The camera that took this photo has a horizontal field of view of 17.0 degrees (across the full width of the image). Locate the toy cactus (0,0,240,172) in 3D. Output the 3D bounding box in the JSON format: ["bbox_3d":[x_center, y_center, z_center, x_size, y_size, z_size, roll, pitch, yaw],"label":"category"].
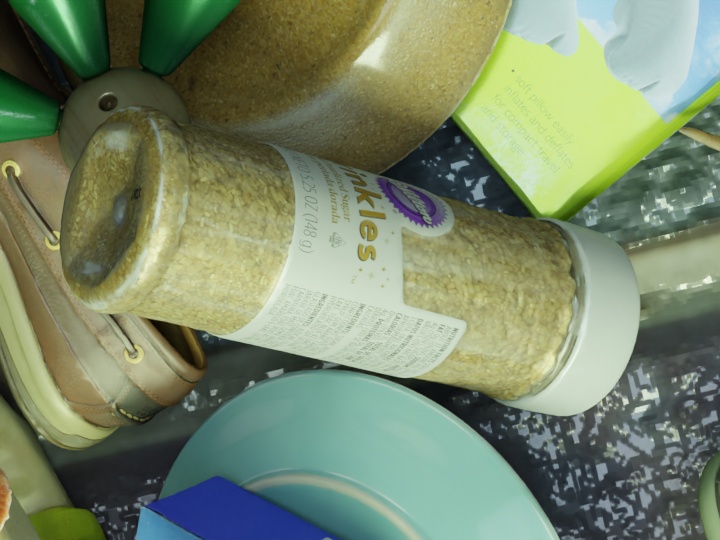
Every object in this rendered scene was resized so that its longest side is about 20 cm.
[{"bbox_3d":[-0.101,-0.078,0.818,0.200,0.102,0.165,-28,103,-13],"label":"toy cactus"}]

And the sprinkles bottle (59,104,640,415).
[{"bbox_3d":[0.000,0.000,0.808,0.200,0.068,0.068,14,90,-34],"label":"sprinkles bottle"}]

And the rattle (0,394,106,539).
[{"bbox_3d":[-0.163,0.104,0.823,0.142,0.200,0.131,-13,88,4],"label":"rattle"}]

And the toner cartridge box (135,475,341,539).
[{"bbox_3d":[-0.045,0.183,0.842,0.095,0.043,0.201,24,114,32],"label":"toner cartridge box"}]

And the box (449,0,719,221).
[{"bbox_3d":[0.107,-0.123,0.886,0.200,0.048,0.122,-41,87,3],"label":"box"}]

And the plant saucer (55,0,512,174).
[{"bbox_3d":[-0.040,-0.125,0.868,0.200,0.035,0.201,-1,88,24],"label":"plant saucer"}]

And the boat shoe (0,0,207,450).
[{"bbox_3d":[-0.113,-0.037,0.880,0.067,0.072,0.201,-20,94,23],"label":"boat shoe"}]

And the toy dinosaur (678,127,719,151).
[{"bbox_3d":[0.225,-0.060,0.879,0.200,0.060,0.106,-36,74,-7],"label":"toy dinosaur"}]

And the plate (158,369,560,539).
[{"bbox_3d":[-0.006,0.135,0.846,0.200,0.026,0.201,9,106,35],"label":"plate"}]

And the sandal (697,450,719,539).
[{"bbox_3d":[0.152,0.163,0.873,0.057,0.080,0.202,-16,86,31],"label":"sandal"}]
